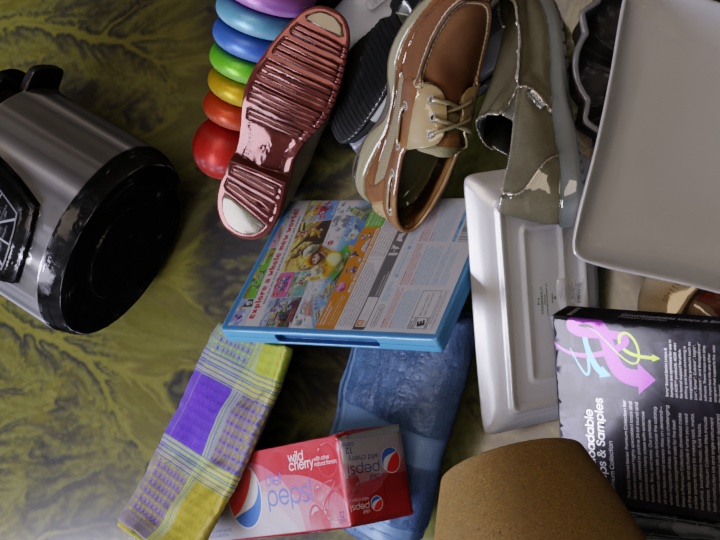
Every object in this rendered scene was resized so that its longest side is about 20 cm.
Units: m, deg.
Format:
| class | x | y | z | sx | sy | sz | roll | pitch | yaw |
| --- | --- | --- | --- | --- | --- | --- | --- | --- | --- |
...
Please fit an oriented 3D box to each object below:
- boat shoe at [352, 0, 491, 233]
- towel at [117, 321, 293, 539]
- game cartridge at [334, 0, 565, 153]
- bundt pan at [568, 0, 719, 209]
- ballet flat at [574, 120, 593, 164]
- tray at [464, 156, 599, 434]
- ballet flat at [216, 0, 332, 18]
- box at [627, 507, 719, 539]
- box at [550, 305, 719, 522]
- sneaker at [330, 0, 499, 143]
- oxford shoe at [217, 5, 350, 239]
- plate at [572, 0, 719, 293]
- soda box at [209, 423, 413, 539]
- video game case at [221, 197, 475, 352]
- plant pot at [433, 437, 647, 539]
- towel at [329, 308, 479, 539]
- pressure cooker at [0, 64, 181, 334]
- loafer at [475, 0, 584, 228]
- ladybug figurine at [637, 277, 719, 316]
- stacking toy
| class | x | y | z | sx | sy | sz | roll | pitch | yaw |
| --- | --- | --- | --- | --- | --- | --- | --- | --- | --- |
| boat shoe | 0.057 | -0.115 | 1.056 | 0.074 | 0.075 | 0.201 | 59 | 143 | 39 |
| towel | -0.127 | 0.139 | 1.145 | 0.202 | 0.023 | 0.143 | -62 | 28 | -4 |
| game cartridge | 0.053 | -0.193 | 1.162 | 0.199 | 0.041 | 0.134 | -35 | 72 | 13 |
| bundt pan | 0.241 | -0.143 | 1.045 | 0.199 | 0.076 | 0.205 | 1 | 87 | -9 |
| ballet flat | 0.138 | -0.031 | 1.107 | 0.065 | 0.070 | 0.201 | 35 | 88 | 26 |
| tray | 0.136 | 0.021 | 1.062 | 0.106 | 0.022 | 0.203 | -10 | 105 | -19 |
| ballet flat | -0.036 | -0.252 | 1.196 | 0.198 | 0.057 | 0.067 | -27 | 91 | 21 |
| box | 0.196 | 0.236 | 0.991 | 0.194 | 0.200 | 0.126 | 5 | 88 | 19 |
| box | 0.234 | 0.103 | 1.009 | 0.198 | 0.036 | 0.145 | 4 | 107 | 33 |
| sneaker | 0.052 | -0.168 | 1.106 | 0.200 | 0.088 | 0.075 | -50 | 44 | 33 |
| oxford shoe | -0.060 | -0.126 | 1.150 | 0.070 | 0.075 | 0.201 | 30 | 112 | 4 |
| plate | 0.255 | -0.082 | 0.989 | 0.197 | 0.032 | 0.202 | 14 | 83 | -8 |
| soda box | -0.047 | 0.169 | 1.101 | 0.199 | 0.063 | 0.071 | -20 | 76 | 51 |
| video game case | 0.000 | 0.000 | 1.108 | 0.198 | 0.018 | 0.144 | 1 | 49 | 32 |
| plant pot | 0.114 | 0.209 | 0.835 | 0.184 | 0.186 | 0.202 | -20 | 66 | 16 |
| towel | 0.025 | 0.114 | 1.111 | 0.111 | 0.048 | 0.203 | 24 | 102 | 42 |
| pressure cooker | -0.273 | -0.060 | 1.191 | 0.199 | 0.179 | 0.176 | 31 | 65 | 19 |
| loafer | 0.116 | -0.124 | 1.022 | 0.069 | 0.075 | 0.202 | -6 | 62 | 2 |
| ladybug figurine | 0.297 | 0.058 | 1.038 | 0.199 | 0.072 | 0.136 | 38 | 99 | 18 |
| stacking toy | -0.094 | -0.167 | 1.167 | 0.085 | 0.085 | 0.202 | 26 | 115 | 19 |
